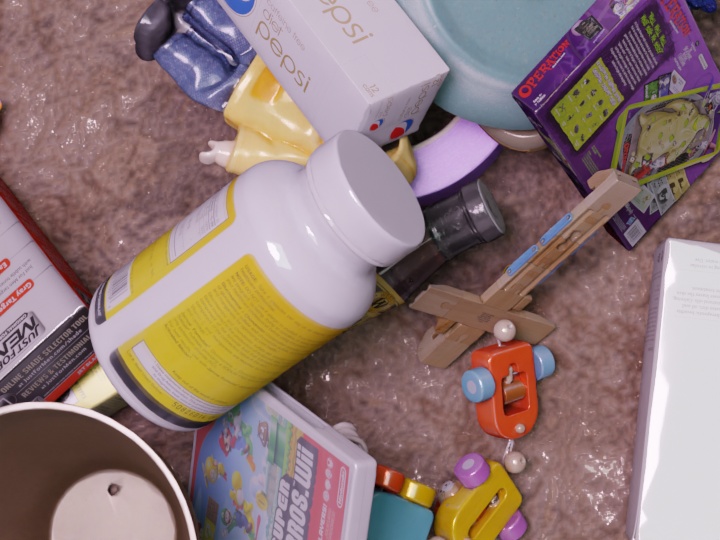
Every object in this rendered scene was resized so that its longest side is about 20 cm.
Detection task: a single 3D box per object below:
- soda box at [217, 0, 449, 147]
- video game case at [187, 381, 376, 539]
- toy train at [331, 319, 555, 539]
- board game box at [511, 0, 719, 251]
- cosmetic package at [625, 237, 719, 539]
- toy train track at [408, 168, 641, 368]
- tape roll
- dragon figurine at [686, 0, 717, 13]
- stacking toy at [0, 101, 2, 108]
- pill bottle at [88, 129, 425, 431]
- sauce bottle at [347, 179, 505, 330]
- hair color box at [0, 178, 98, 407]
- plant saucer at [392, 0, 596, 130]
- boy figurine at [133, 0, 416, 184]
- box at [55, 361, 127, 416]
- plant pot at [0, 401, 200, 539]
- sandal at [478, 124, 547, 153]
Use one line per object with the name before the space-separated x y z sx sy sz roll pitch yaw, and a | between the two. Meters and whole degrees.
soda box | -0.035 -0.168 1.006 0.068 0.064 0.200 -26 70 -32
video game case | -0.056 0.148 1.026 0.017 0.200 0.144 -2 108 -32
toy train | 0.046 0.122 1.072 0.199 0.055 0.151 -20 107 -34
board game box | 0.176 -0.102 1.035 0.120 0.200 0.032 -43 55 1
cosmetic package | 0.238 0.085 1.068 0.107 0.085 0.201 8 88 5
toy train track | 0.105 -0.006 1.066 0.200 0.114 0.033 -44 44 34
tape roll | 0.016 -0.143 1.110 0.199 0.066 0.202 0 85 4
dragon figurine | 0.149 -0.229 1.076 0.199 0.099 0.059 25 85 -14
stacking toy | -0.305 -0.180 1.127 0.115 0.110 0.201 -23 96 0
pill bottle | -0.061 0.004 0.976 0.200 0.112 0.112 -35 84 25
sauce bottle | 0.000 0.000 1.080 0.199 0.066 0.066 -28 84 17
hair color box | -0.256 0.003 1.080 0.101 0.061 0.200 -41 58 -1
plant saucer | 0.104 -0.189 1.013 0.198 0.036 0.202 -1 95 -9
boy figurine | -0.053 -0.110 1.048 0.200 0.064 0.125 37 80 8
box | -0.188 0.077 1.105 0.199 0.075 0.050 -32 82 2
plant pot | -0.179 0.178 1.033 0.186 0.200 0.189 0 85 4
sandal | 0.058 -0.157 1.048 0.200 0.054 0.080 44 90 6
